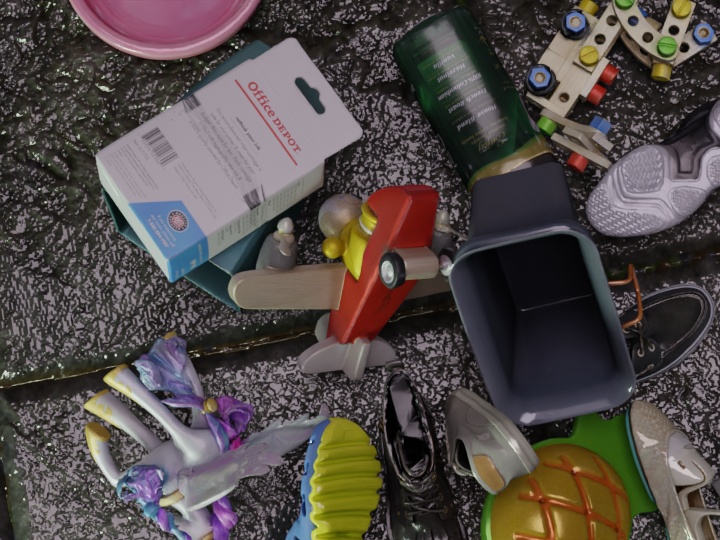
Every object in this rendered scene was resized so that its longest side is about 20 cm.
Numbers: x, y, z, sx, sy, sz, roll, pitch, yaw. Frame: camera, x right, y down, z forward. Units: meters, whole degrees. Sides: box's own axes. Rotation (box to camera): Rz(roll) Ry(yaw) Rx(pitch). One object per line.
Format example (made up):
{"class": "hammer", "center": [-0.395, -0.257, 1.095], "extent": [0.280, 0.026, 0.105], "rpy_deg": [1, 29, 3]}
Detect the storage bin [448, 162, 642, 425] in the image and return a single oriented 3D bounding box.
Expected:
{"class": "storage bin", "center": [0.164, 0.008, 1.660], "extent": [0.145, 0.200, 0.134], "rpy_deg": [-13, 37, 12]}

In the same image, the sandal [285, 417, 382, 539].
{"class": "sandal", "center": [-0.035, 0.226, 1.663], "extent": [0.079, 0.087, 0.200], "rpy_deg": [16, 74, -38]}

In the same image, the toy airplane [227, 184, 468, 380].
{"class": "toy airplane", "center": [0.000, 0.000, 1.711], "extent": [0.199, 0.200, 0.141], "rpy_deg": [-29, 62, 8]}

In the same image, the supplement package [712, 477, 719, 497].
{"class": "supplement package", "center": [0.417, 0.228, 1.664], "extent": [0.117, 0.117, 0.200], "rpy_deg": [-29, 80, -16]}

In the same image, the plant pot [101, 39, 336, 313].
{"class": "plant pot", "center": [-0.111, -0.094, 1.745], "extent": [0.141, 0.141, 0.200], "rpy_deg": [34, 78, 8]}

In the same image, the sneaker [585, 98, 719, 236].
{"class": "sneaker", "center": [0.290, -0.093, 1.741], "extent": [0.200, 0.114, 0.076], "rpy_deg": [-33, 90, 2]}

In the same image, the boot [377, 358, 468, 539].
{"class": "boot", "center": [0.047, 0.185, 1.666], "extent": [0.069, 0.174, 0.200], "rpy_deg": [-15, 79, -1]}

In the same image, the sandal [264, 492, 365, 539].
{"class": "sandal", "center": [-0.062, 0.271, 1.726], "extent": [0.075, 0.045, 0.200], "rpy_deg": [36, 97, 13]}

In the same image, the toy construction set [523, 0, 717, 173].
{"class": "toy construction set", "center": [0.227, -0.177, 1.775], "extent": [0.131, 0.092, 0.200], "rpy_deg": [32, 71, 7]}

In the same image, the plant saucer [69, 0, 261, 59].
{"class": "plant saucer", "center": [-0.181, -0.292, 1.827], "extent": [0.200, 0.051, 0.201], "rpy_deg": [0, 80, 1]}

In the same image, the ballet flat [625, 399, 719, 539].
{"class": "ballet flat", "center": [0.292, 0.203, 1.703], "extent": [0.062, 0.067, 0.200], "rpy_deg": [-19, 88, 33]}

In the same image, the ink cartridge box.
{"class": "ink cartridge box", "center": [-0.109, -0.095, 1.641], "extent": [0.200, 0.068, 0.116], "rpy_deg": [-33, 77, -12]}

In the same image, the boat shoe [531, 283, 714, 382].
{"class": "boat shoe", "center": [0.234, 0.075, 1.739], "extent": [0.200, 0.057, 0.069], "rpy_deg": [-31, 80, -3]}

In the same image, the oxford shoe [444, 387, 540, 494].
{"class": "oxford shoe", "center": [0.097, 0.147, 1.660], "extent": [0.058, 0.200, 0.075], "rpy_deg": [-38, 101, -5]}

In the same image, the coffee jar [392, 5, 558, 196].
{"class": "coffee jar", "center": [0.110, -0.135, 1.759], "extent": [0.085, 0.104, 0.200], "rpy_deg": [-30, 79, 4]}

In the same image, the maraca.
{"class": "maraca", "center": [0.186, 0.207, 1.696], "extent": [0.200, 0.107, 0.137], "rpy_deg": [-40, 98, -29]}

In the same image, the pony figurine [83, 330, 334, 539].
{"class": "pony figurine", "center": [-0.143, 0.159, 1.706], "extent": [0.193, 0.166, 0.200], "rpy_deg": [-40, 83, 27]}
